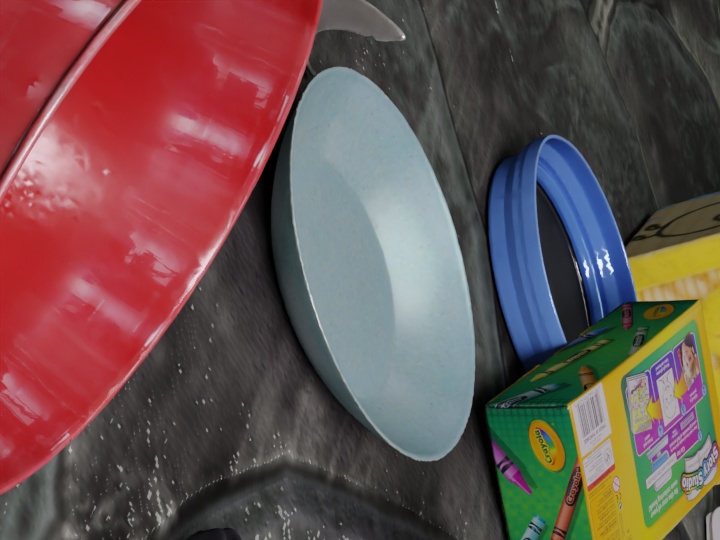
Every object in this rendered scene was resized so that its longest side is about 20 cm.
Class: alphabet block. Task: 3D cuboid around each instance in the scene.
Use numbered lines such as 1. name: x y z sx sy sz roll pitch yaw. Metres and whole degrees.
1. alphabet block: 0.332 0.038 1.377 0.197 0.195 0.200 69 23 -7

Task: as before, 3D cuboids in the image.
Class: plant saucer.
1. plant saucer: 0.000 0.000 0.856 0.201 0.039 0.202 43 39 -49

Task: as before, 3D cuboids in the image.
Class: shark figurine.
1. shark figurine: -0.001 -0.207 0.923 0.128 0.089 0.215 61 25 -25

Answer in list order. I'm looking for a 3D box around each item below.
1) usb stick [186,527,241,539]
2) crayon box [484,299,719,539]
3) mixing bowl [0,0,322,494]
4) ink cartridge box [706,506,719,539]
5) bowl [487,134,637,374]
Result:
1. usb stick: -0.022 0.188 0.703 0.200 0.033 0.056 61 20 -28
2. crayon box: 0.155 0.103 1.042 0.200 0.058 0.119 -28 110 -53
3. mixing bowl: -0.108 -0.043 0.506 0.200 0.108 0.200 -57 170 -16
4. ink cartridge box: 0.384 0.272 1.407 0.200 0.144 0.084 54 32 -38
5. bowl: 0.140 0.010 1.156 0.201 0.039 0.201 45 37 -49
